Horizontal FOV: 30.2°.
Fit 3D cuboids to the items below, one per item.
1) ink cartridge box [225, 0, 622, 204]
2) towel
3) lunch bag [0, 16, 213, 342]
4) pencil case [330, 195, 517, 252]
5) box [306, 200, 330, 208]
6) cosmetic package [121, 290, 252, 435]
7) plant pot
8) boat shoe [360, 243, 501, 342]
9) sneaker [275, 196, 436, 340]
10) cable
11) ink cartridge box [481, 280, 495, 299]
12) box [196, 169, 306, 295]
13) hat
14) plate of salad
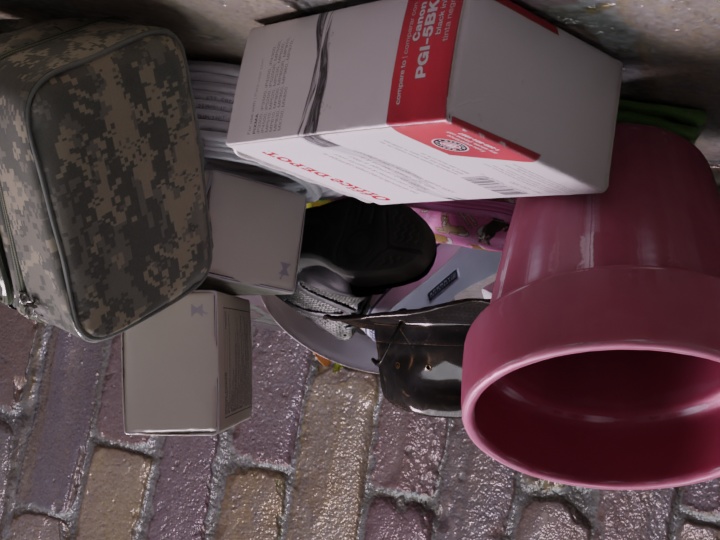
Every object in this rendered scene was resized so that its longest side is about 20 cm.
[{"bbox_3d":[0.036,-0.100,0.812,0.146,0.084,0.198,17,169,-41],"label":"ink cartridge box"},{"bbox_3d":[0.161,-0.086,0.960,0.147,0.031,0.200,8,172,6],"label":"towel"},{"bbox_3d":[-0.204,-0.068,0.899,0.166,0.203,0.139,19,-142,40],"label":"lunch bag"},{"bbox_3d":[0.070,-0.056,1.108,0.197,0.087,0.084,8,136,8],"label":"pencil case"},{"bbox_3d":[0.038,-0.056,1.274,0.198,0.049,0.117,16,171,-30],"label":"box"},{"bbox_3d":[-0.130,0.070,1.030,0.070,0.107,0.200,-1,175,2],"label":"cosmetic package"},{"bbox_3d":[0.164,0.017,0.844,0.196,0.181,0.201,3,147,2],"label":"plant pot"},{"bbox_3d":[0.063,-0.016,1.193,0.086,0.201,0.075,36,156,36],"label":"boat shoe"},{"bbox_3d":[0.000,0.000,1.075,0.198,0.077,0.114,-6,146,42],"label":"sneaker"},{"bbox_3d":[-0.093,-0.102,1.018,0.198,0.070,0.199,2,169,38],"label":"cable"},{"bbox_3d":[0.213,0.026,1.135,0.198,0.117,0.068,-28,-156,-18],"label":"ink cartridge box"},{"bbox_3d":[-0.136,-0.025,1.064,0.094,0.079,0.199,14,170,-36],"label":"box"},{"bbox_3d":[0.068,0.069,0.995,0.197,0.082,0.201,1,173,0],"label":"hat"},{"bbox_3d":[-0.002,0.033,1.229,0.197,0.049,0.201,13,-145,-9],"label":"plate of salad"}]
